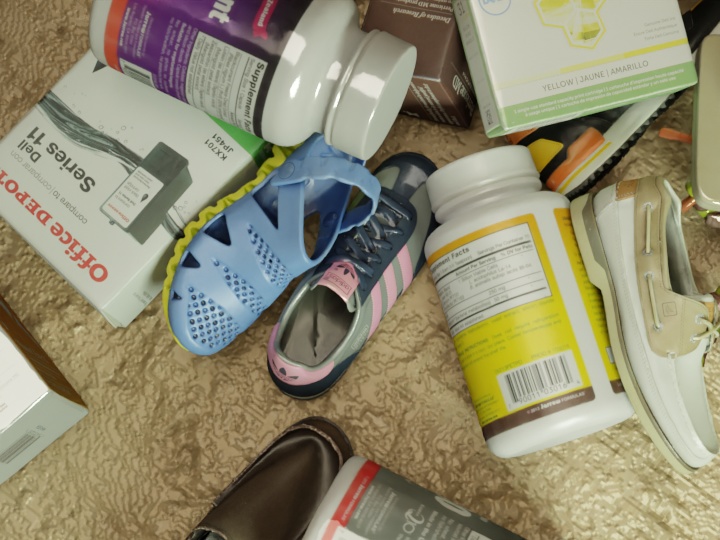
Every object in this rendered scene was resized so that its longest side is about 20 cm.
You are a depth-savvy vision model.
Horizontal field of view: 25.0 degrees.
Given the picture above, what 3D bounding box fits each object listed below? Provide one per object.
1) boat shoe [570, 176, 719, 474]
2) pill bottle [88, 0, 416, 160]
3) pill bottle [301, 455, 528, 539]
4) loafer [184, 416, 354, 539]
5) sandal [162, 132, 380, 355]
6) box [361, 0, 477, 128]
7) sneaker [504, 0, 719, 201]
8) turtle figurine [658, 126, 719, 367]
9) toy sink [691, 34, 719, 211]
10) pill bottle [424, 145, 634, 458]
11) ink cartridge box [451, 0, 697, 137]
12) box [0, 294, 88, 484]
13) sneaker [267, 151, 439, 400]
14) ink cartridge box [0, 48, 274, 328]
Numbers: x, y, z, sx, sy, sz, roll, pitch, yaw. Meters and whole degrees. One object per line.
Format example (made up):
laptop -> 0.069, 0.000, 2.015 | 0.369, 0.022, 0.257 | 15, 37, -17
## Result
boat shoe -> 0.205, 0.034, 1.087 | 0.068, 0.075, 0.201 | -22, 84, 23
pill bottle -> -0.069, -0.151, 1.078 | 0.199, 0.111, 0.112 | 25, 82, 8
pill bottle -> 0.059, 0.214, 1.065 | 0.199, 0.114, 0.114 | 26, 82, 8
loafer -> -0.077, 0.186, 1.121 | 0.073, 0.071, 0.200 | 38, 84, 9
sandal -> -0.058, -0.023, 1.115 | 0.200, 0.079, 0.087 | -52, 40, -1
box -> 0.065, -0.216, 1.167 | 0.075, 0.100, 0.201 | 16, 81, 20
sneaker -> 0.186, -0.146, 1.168 | 0.090, 0.070, 0.200 | 43, 86, 6
turtle figurine -> 0.275, -0.005, 1.140 | 0.199, 0.064, 0.162 | 26, 89, 0
toy sink -> 0.330, -0.108, 1.066 | 0.199, 0.112, 0.131 | 8, 69, -4
pill bottle -> 0.111, 0.020, 1.122 | 0.109, 0.109, 0.201 | -17, 79, 0
ink cartridge box -> 0.131, -0.203, 1.098 | 0.145, 0.048, 0.201 | -14, 89, -12
box -> -0.297, 0.045, 1.133 | 0.097, 0.124, 0.200 | -39, 80, -5
sneaker -> 0.000, 0.000, 1.145 | 0.070, 0.082, 0.201 | 27, 82, 8
ink cartridge box -> -0.160, -0.080, 1.169 | 0.147, 0.083, 0.200 | 42, 84, 10
